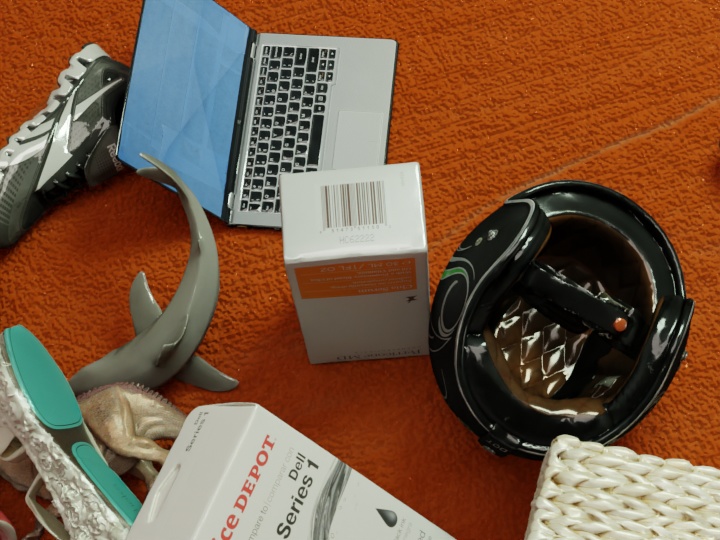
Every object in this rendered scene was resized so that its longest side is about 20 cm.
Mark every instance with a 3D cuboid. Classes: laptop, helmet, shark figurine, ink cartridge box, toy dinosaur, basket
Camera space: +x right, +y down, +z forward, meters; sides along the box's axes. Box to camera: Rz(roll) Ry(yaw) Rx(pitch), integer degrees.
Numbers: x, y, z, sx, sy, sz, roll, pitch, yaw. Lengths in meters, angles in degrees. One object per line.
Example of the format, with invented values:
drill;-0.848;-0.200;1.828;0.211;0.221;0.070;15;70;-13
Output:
laptop;-0.077;-0.141;1.197;0.199;0.116;0.188;4;67;6
helmet;0.143;0.037;1.064;0.199;0.191;0.201;1;100;6
shark figurine;-0.143;0.025;1.106;0.128;0.090;0.215;20;105;2
ink cartridge box;-0.050;0.201;1.000;0.200;0.084;0.146;37;64;-27
toy dinosaur;-0.208;0.125;1.103;0.199;0.086;0.136;-24;69;-4
basket;0.192;0.226;0.971;0.197;0.200;0.161;11;65;8

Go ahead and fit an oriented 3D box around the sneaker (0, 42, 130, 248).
sneaker;-0.238;-0.097;1.216;0.090;0.067;0.200;23;68;16

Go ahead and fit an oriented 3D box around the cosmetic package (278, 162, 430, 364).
cosmetic package;0.000;0.000;1.082;0.101;0.200;0.072;-5;66;2

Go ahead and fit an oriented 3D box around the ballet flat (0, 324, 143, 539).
ballet flat;-0.218;0.131;1.025;0.072;0.072;0.200;-33;71;-10

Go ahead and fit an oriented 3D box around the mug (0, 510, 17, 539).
mug;-0.354;0.178;1.071;0.200;0.178;0.133;36;44;27

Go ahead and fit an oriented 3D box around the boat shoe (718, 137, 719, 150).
boat shoe;0.362;-0.049;1.149;0.200;0.073;0.063;34;70;12
